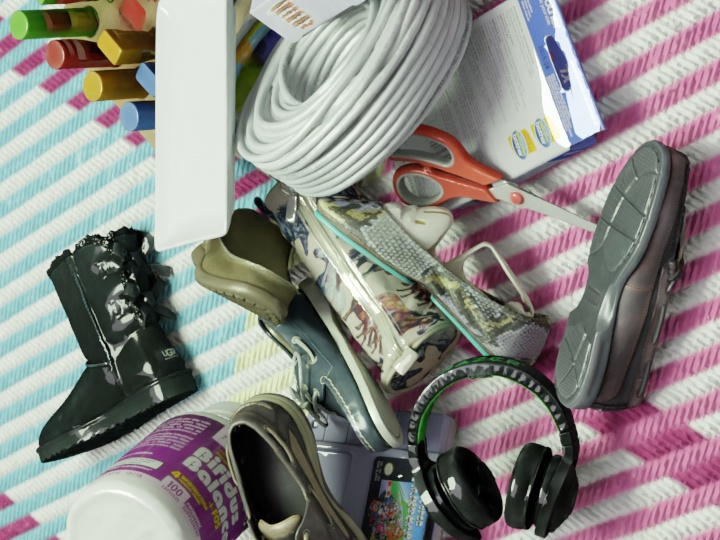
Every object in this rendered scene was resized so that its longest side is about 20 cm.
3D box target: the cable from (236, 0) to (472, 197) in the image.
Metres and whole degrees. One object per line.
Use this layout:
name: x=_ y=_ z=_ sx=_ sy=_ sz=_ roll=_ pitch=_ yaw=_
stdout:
cable: x=-0.006 y=-0.147 z=1.550 sx=0.199 sy=0.069 sz=0.201 roll=-19 pitch=42 yaw=51

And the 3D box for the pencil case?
pencil case: x=0.000 y=0.000 z=1.619 sx=0.078 sy=0.089 sz=0.200 roll=-45 pitch=66 yaw=24

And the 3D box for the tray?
tray: x=-0.122 y=-0.119 z=1.611 sx=0.107 sy=0.022 sz=0.202 roll=-11 pitch=77 yaw=55

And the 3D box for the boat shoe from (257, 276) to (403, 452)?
boat shoe: x=-0.027 y=0.079 z=1.628 sx=0.062 sy=0.075 sz=0.200 roll=-31 pitch=45 yaw=-2

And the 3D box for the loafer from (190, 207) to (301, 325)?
loafer: x=-0.090 y=-0.011 z=1.667 sx=0.068 sy=0.076 sz=0.200 roll=-60 pitch=20 yaw=3

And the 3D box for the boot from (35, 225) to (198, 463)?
boot: x=-0.236 y=0.065 z=1.865 sx=0.198 sy=0.073 sz=0.163 roll=-30 pitch=78 yaw=34

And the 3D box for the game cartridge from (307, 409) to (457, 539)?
game cartridge: x=0.000 y=0.204 z=1.620 sx=0.129 sy=0.038 sz=0.201 roll=1 pitch=72 yaw=33

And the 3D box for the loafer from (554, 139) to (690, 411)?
loafer: x=0.194 y=0.006 z=1.470 sx=0.072 sy=0.063 sz=0.201 roll=-124 pitch=49 yaw=-62

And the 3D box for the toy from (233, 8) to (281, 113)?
toy: x=-0.087 y=-0.144 z=1.679 sx=0.047 sy=0.115 sz=0.200 roll=35 pitch=121 yaw=2

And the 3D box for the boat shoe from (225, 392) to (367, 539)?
boat shoe: x=-0.052 y=0.191 z=1.560 sx=0.074 sy=0.073 sz=0.201 roll=-29 pitch=86 yaw=26

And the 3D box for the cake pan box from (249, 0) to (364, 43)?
cake pan box: x=0.010 y=-0.283 z=1.529 sx=0.199 sy=0.052 sz=0.185 roll=-25 pitch=46 yaw=43

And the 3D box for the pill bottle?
pill bottle: x=-0.143 y=0.181 z=1.697 sx=0.111 sy=0.200 sz=0.113 roll=9 pitch=114 yaw=21

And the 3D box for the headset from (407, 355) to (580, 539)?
headset: x=0.104 y=0.160 z=1.540 sx=0.123 sy=0.094 sz=0.202 roll=-5 pitch=97 yaw=18

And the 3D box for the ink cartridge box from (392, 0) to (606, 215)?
ink cartridge box: x=0.096 y=-0.121 z=1.543 sx=0.200 sy=0.042 sz=0.120 roll=-27 pitch=79 yaw=45

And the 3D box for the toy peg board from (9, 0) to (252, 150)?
toy peg board: x=-0.194 y=-0.218 z=1.764 sx=0.199 sy=0.097 sz=0.201 roll=49 pitch=126 yaw=27

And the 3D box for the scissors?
scissors: x=0.102 y=-0.062 z=1.516 sx=0.199 sy=0.014 sz=0.074 roll=13 pitch=128 yaw=27

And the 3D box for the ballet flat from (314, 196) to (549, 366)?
ballet flat: x=0.060 y=-0.006 z=1.544 sx=0.200 sy=0.072 sz=0.072 roll=40 pitch=127 yaw=-4
